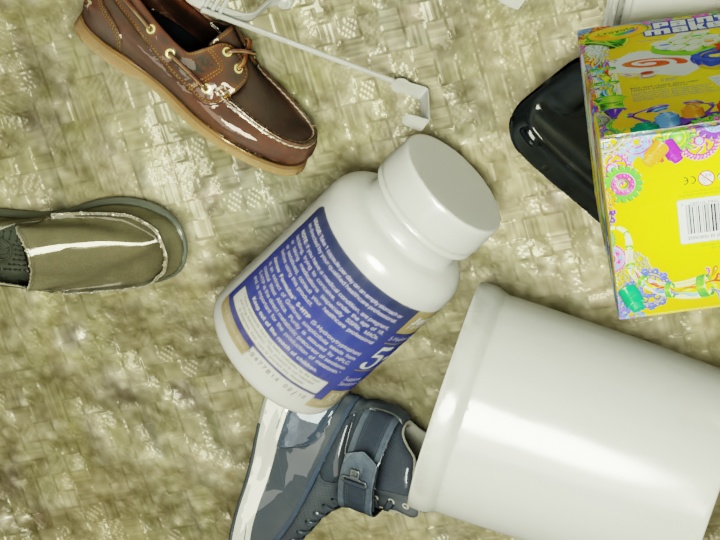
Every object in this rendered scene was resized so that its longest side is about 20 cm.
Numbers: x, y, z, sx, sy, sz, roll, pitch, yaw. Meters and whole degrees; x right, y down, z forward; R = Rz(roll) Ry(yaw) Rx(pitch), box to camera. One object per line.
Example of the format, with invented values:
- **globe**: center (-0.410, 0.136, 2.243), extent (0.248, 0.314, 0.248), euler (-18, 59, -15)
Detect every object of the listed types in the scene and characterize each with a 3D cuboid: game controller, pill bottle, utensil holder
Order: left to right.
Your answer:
- **pill bottle**: center (0.000, 0.000, 1.517), extent (0.120, 0.120, 0.200), euler (44, 117, -5)
- **utensil holder**: center (0.152, 0.119, 1.499), extent (0.200, 0.170, 0.170), euler (19, 116, 5)
- **game controller**: center (0.198, -0.065, 1.457), extent (0.200, 0.042, 0.104), euler (39, 122, -17)

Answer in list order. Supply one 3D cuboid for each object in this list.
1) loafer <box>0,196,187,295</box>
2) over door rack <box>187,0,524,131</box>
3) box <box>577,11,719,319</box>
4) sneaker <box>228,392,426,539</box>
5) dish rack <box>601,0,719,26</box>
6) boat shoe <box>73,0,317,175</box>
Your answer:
- **loafer**: center (-0.228, -0.009, 1.604), extent (0.200, 0.070, 0.075), euler (-4, 111, 17)
- **over door rack**: center (-0.004, -0.201, 1.452), extent (0.200, 0.067, 0.148), euler (28, 134, -11)
- **box**: center (0.244, -0.077, 1.314), extent (0.200, 0.193, 0.122), euler (-7, 116, 5)
- **sneaker**: center (-0.017, 0.184, 1.623), extent (0.146, 0.077, 0.203), euler (19, 115, 10)
- **dish rack**: center (0.260, -0.151, 1.425), extent (0.200, 0.044, 0.172), euler (15, 115, 8)
- **boat shoe**: center (-0.111, -0.147, 1.513), extent (0.200, 0.070, 0.070), euler (35, 121, 0)
